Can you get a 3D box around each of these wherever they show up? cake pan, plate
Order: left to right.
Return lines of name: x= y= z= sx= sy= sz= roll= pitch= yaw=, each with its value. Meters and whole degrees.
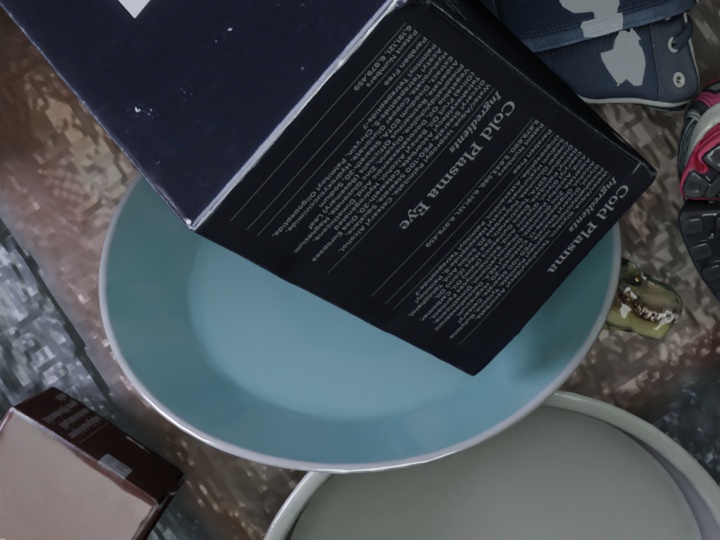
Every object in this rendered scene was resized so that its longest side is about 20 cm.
plate: x=0.000 y=0.000 z=0.912 sx=0.200 sy=0.026 sz=0.200 roll=-4 pitch=51 yaw=5
cake pan: x=0.054 y=0.134 z=0.931 sx=0.200 sy=0.037 sz=0.200 roll=-1 pitch=107 yaw=-3

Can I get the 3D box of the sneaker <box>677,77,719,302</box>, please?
sneaker: x=0.180 y=0.013 z=0.915 sx=0.081 sy=0.075 sz=0.200 roll=-19 pitch=118 yaw=13

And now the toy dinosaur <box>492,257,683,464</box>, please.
toy dinosaur: x=0.025 y=0.030 z=0.951 sx=0.200 sy=0.047 sz=0.088 roll=6 pitch=88 yaw=6

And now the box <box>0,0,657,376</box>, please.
box: x=-0.025 y=-0.081 z=0.833 sx=0.104 sy=0.182 sz=0.200 roll=-49 pitch=54 yaw=10

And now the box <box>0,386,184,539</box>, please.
box: x=-0.154 y=0.148 z=0.928 sx=0.075 sy=0.100 sz=0.200 roll=35 pitch=92 yaw=0

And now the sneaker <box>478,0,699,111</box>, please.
sneaker: x=0.131 y=-0.144 z=0.930 sx=0.202 sy=0.077 sz=0.146 roll=-20 pitch=103 yaw=-11
